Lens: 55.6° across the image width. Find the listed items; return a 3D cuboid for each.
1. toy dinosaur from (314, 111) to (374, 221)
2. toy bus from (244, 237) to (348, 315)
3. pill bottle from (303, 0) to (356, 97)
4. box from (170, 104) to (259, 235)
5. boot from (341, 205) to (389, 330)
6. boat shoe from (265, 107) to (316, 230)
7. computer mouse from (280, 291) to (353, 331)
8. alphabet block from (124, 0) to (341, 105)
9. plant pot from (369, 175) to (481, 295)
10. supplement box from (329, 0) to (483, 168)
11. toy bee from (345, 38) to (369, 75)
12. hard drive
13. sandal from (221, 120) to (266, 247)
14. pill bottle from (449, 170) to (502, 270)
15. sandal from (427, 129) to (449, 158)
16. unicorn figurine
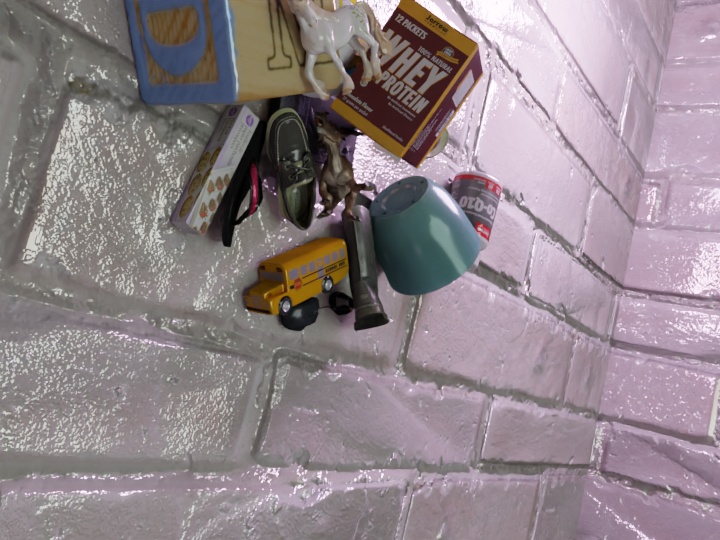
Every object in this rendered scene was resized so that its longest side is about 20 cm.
[{"bbox_3d":[-0.036,-0.163,1.124,0.200,0.085,0.137,107,-23,-66],"label":"toy dinosaur"},{"bbox_3d":[-0.103,0.009,1.131,0.200,0.065,0.079,-26,118,-48],"label":"toy bus"},{"bbox_3d":[-0.062,-0.373,1.038,0.112,0.111,0.202,21,66,-53],"label":"pill bottle"},{"bbox_3d":[-0.208,-0.146,0.981,0.039,0.041,0.201,42,64,-48],"label":"box"},{"bbox_3d":[0.002,0.000,1.254,0.182,0.072,0.201,99,-22,-72],"label":"boot"},{"bbox_3d":[-0.099,-0.152,1.061,0.071,0.066,0.202,-22,135,-22],"label":"boat shoe"},{"bbox_3d":[-0.068,0.072,1.219,0.199,0.034,0.059,-9,103,-53],"label":"computer mouse"},{"bbox_3d":[-0.162,-0.323,0.882,0.199,0.194,0.198,-24,118,-47],"label":"alphabet block"},{"bbox_3d":[0.106,-0.080,1.300,0.201,0.200,0.161,-54,126,-32],"label":"plant pot"},{"bbox_3d":[0.081,-0.286,1.081,0.198,0.132,0.200,-54,172,10],"label":"supplement box"},{"bbox_3d":[0.009,-0.371,1.167,0.200,0.108,0.132,-30,95,-53],"label":"toy bee"},{"bbox_3d":[-0.077,-0.249,1.135,0.199,0.042,0.136,9,90,-53],"label":"hard drive"},{"bbox_3d":[-0.162,-0.129,1.017,0.075,0.045,0.201,120,-13,-75],"label":"sandal"},{"bbox_3d":[0.241,-0.111,1.532,0.114,0.113,0.201,31,72,-51],"label":"pill bottle"},{"bbox_3d":[0.127,-0.269,1.394,0.200,0.057,0.081,-11,106,-52],"label":"sandal"},{"bbox_3d":[-0.034,-0.291,0.854,0.200,0.073,0.138,-49,125,-55],"label":"unicorn figurine"}]
